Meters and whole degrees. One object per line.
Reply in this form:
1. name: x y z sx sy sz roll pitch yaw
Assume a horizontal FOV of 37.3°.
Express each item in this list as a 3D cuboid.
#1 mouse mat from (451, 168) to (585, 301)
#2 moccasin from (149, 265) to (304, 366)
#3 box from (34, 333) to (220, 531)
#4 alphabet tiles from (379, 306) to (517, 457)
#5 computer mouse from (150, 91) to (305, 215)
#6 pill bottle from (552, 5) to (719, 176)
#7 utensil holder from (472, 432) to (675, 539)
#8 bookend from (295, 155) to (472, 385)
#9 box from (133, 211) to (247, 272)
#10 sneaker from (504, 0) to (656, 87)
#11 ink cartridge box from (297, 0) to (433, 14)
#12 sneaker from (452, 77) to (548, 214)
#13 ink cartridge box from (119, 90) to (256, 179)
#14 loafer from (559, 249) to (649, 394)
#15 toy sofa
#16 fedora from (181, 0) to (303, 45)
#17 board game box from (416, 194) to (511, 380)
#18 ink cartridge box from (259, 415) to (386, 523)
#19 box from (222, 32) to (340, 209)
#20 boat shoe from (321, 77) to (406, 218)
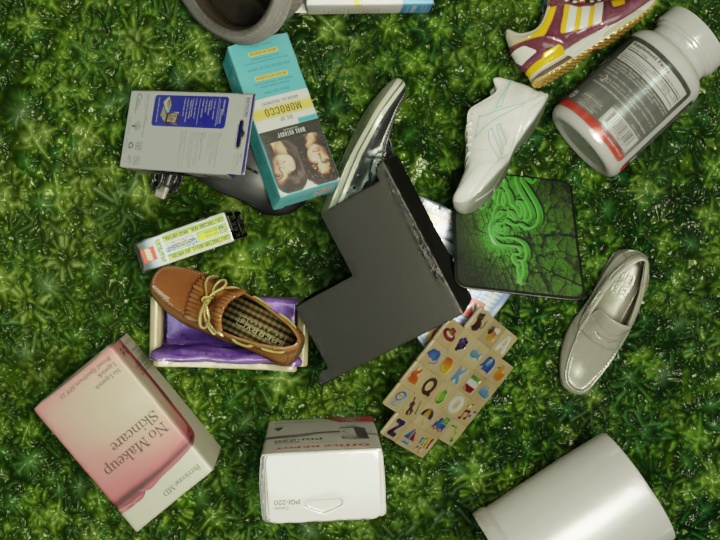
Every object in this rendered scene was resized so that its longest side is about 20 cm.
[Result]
1. mouse mat: 0.192 -0.048 1.317 0.159 0.201 0.008 6 139 -4
2. moccasin: -0.160 0.050 1.270 0.200 0.078 0.074 32 72 8
3. box: -0.287 0.199 1.335 0.128 0.109 0.200 -39 95 1
4. alphabet tiles: 0.113 0.144 1.347 0.201 0.006 0.166 -52 135 2
5. computer mouse: -0.158 -0.130 1.341 0.198 0.053 0.140 21 93 -4
6. pill bottle: 0.345 -0.223 1.324 0.200 0.116 0.116 -43 95 1
7. utensil holder: 0.269 0.326 1.343 0.199 0.170 0.171 -32 96 -1
8. bookend: 0.000 0.000 1.287 0.199 0.092 0.200 -28 92 16
9. box: -0.197 -0.037 1.273 0.109 0.200 0.035 -19 94 0
10. sneaker: 0.277 -0.317 1.334 0.199 0.075 0.091 -33 86 -6
11. ink cartridge box: -0.011 -0.380 1.318 0.198 0.068 0.116 -2 95 -2
12. sneaker: 0.158 -0.157 1.333 0.080 0.071 0.201 30 67 8
13. ink cartridge box: -0.201 -0.164 1.288 0.198 0.039 0.100 8 87 32
14. loafer: 0.313 0.067 1.370 0.069 0.070 0.202 21 94 -4
15. toy sofa: -0.163 0.074 1.336 0.198 0.098 0.084 2 95 -2
16. fedora: -0.136 -0.369 1.286 0.200 0.090 0.178 43 124 20
17. board game box: 0.099 0.025 1.362 0.199 0.062 0.201 24 93 -4
18. ink cartridge box: -0.047 0.239 1.303 0.144 0.200 0.086 -3 95 -3
19. box: -0.098 -0.184 1.307 0.082 0.049 0.202 -17 81 -18
20. boat shoe: 0.015 -0.144 1.340 0.062 0.075 0.201 22 96 -12
